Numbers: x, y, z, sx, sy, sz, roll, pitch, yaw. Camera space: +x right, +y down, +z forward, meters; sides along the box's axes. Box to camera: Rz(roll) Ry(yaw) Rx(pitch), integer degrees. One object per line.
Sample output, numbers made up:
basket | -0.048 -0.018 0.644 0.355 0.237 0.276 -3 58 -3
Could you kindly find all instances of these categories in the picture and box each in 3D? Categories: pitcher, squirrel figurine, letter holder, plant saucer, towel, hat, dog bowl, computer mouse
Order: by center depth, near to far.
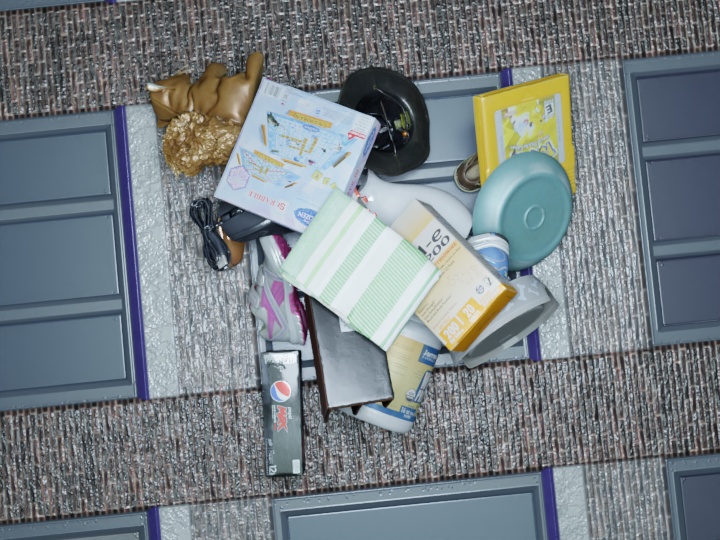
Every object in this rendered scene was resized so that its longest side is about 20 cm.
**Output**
towel | 0.000 0.000 1.459 0.199 0.023 0.153 36 88 6
letter holder | -0.023 0.117 1.526 0.099 0.142 0.202 -8 73 -9
computer mouse | -0.163 -0.090 1.584 0.198 0.053 0.139 -19 62 -10
dog bowl | 0.219 0.080 1.597 0.199 0.200 0.059 -31 72 -2
squirrel figurine | -0.259 -0.250 1.619 0.184 0.142 0.202 9 57 7
pitcher | 0.071 -0.070 1.622 0.198 0.122 0.172 24 52 4
plant saucer | 0.272 -0.089 1.625 0.198 0.036 0.202 -10 113 -25
hat | 0.021 -0.236 1.650 0.199 0.081 0.203 10 74 -37

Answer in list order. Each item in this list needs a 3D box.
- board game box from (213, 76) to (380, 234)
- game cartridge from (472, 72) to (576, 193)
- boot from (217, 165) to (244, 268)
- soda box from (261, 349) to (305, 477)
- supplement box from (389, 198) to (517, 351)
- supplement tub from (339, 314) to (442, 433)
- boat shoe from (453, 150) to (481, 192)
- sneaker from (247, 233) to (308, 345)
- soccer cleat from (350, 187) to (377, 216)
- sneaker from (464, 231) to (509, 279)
board game box | -0.096 -0.166 1.526 0.198 0.041 0.201 23 89 19
game cartridge | 0.268 -0.200 1.622 0.175 0.032 0.202 -18 112 -22
boot | -0.154 -0.103 1.664 0.153 0.077 0.202 2 76 2
soda box | -0.125 0.231 1.644 0.063 0.071 0.203 -2 87 1
supplement box | 0.118 0.007 1.501 0.200 0.073 0.126 45 103 21
supplement tub | 0.046 0.143 1.613 0.143 0.145 0.202 21 88 1
boat shoe | 0.246 -0.198 1.665 0.202 0.075 0.075 -40 88 -2
sneaker | -0.145 0.033 1.636 0.087 0.081 0.202 -9 103 6
soccer cleat | -0.050 -0.122 1.562 0.077 0.069 0.200 -42 75 8
sneaker | 0.137 0.004 1.563 0.198 0.076 0.078 -19 55 22
